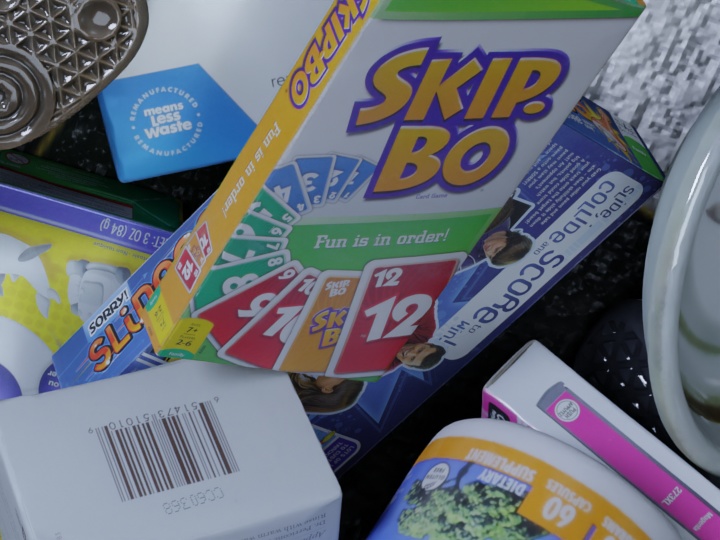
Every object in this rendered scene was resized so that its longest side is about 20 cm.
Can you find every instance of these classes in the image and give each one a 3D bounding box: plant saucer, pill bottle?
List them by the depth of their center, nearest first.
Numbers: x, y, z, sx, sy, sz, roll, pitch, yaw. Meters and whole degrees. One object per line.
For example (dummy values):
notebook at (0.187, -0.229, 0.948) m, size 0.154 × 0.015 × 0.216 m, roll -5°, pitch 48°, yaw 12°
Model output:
pill bottle at (0.025, 0.161, 0.764) m, size 0.112 × 0.112 × 0.200 m, roll 43°, pitch 64°, yaw -18°
plant saucer at (0.162, -0.020, 0.831) m, size 0.200 × 0.050 × 0.200 m, roll -24°, pitch 127°, yaw -37°

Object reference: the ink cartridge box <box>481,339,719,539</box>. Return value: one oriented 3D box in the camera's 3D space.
ink cartridge box at (0.128, 0.116, 0.835) m, size 0.200 × 0.095 × 0.037 m, roll 37°, pitch 67°, yaw 21°

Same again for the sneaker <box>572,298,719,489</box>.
sneaker at (0.160, 0.095, 0.902) m, size 0.083 × 0.072 × 0.200 m, roll -32°, pitch 95°, yaw -38°

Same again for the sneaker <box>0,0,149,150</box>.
sneaker at (-0.168, -0.068, 0.770) m, size 0.200 × 0.076 × 0.071 m, roll -24°, pitch 112°, yaw 6°

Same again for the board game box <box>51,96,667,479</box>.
board game box at (0.000, 0.000, 0.814) m, size 0.200 × 0.034 × 0.135 m, roll -43°, pitch 138°, yaw 21°

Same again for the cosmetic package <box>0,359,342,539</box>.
cosmetic package at (-0.074, 0.127, 0.827) m, size 0.113 × 0.081 × 0.200 m, roll -13°, pitch 142°, yaw -18°

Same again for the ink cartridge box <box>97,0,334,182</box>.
ink cartridge box at (-0.054, -0.144, 0.785) m, size 0.116 × 0.067 × 0.200 m, roll -12°, pitch 113°, yaw -1°

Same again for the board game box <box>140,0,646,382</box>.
board game box at (0.012, -0.042, 0.727) m, size 0.095 × 0.030 × 0.200 m, roll 9°, pitch 127°, yaw -35°

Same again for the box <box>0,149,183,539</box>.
box at (-0.154, 0.052, 0.864) m, size 0.117 × 0.048 × 0.200 m, roll 16°, pitch 110°, yaw -11°
